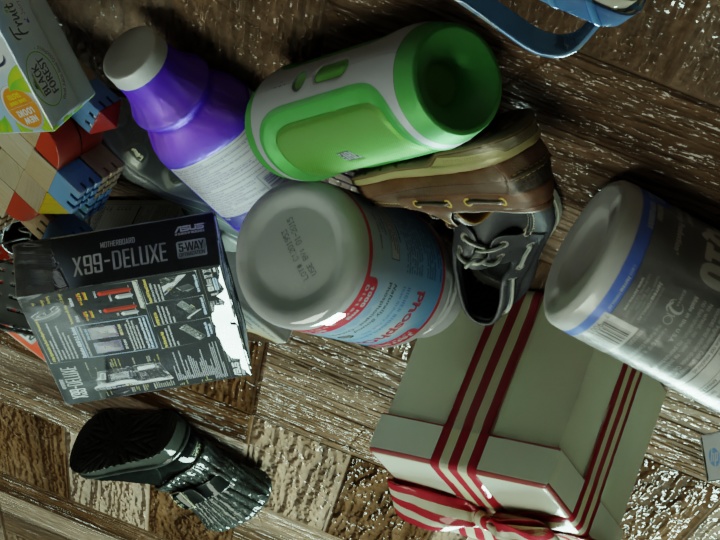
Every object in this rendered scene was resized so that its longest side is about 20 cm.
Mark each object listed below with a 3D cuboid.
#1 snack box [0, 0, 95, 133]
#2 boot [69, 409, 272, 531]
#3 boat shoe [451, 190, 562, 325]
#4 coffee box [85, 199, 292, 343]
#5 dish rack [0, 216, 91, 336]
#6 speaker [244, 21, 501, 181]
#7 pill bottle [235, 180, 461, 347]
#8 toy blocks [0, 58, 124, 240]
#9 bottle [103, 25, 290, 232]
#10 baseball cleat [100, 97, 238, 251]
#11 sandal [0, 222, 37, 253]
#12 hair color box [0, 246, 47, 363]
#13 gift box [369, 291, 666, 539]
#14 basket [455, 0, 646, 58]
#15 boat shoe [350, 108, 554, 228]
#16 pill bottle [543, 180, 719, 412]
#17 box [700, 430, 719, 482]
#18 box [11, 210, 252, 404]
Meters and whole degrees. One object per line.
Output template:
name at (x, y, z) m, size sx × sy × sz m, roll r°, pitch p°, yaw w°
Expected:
snack box at (-0.285, -0.190, 1.577) m, size 0.142 × 0.053 × 0.200 m, roll 3°, pitch 128°, yaw 44°
boot at (-0.215, 0.227, 2.558) m, size 0.211 × 0.080 × 0.158 m, roll -4°, pitch 147°, yaw 48°
boat shoe at (0.101, -0.019, 1.678) m, size 0.072 × 0.063 × 0.200 m, roll 21°, pitch 158°, yaw 10°
coffee box at (-0.152, 0.000, 1.955) m, size 0.200 × 0.080 × 0.113 m, roll 1°, pitch 150°, yaw 44°
dish rack at (-0.286, -0.047, 1.851) m, size 0.153 × 0.201 × 0.055 m, roll 14°, pitch -166°, yaw 19°
speaker at (0.005, -0.111, 1.529) m, size 0.088 × 0.089 × 0.200 m, roll 34°, pitch 156°, yaw -27°
pill bottle at (0.000, 0.000, 1.707) m, size 0.109 × 0.109 × 0.200 m, roll 10°, pitch 177°, yaw 30°
toy blocks at (-0.241, -0.090, 1.724) m, size 0.137 × 0.100 × 0.200 m, roll 42°, pitch 134°, yaw 11°
bottle at (-0.110, -0.103, 1.671) m, size 0.083 × 0.065 × 0.200 m, roll -28°, pitch 136°, yaw 19°
baseball cleat at (-0.136, -0.063, 1.795) m, size 0.200 × 0.070 × 0.106 m, roll 31°, pitch 149°, yaw -19°
sandal at (-0.270, -0.035, 1.910) m, size 0.207 × 0.059 × 0.079 m, roll 47°, pitch 162°, yaw 28°
hair color box at (-0.309, 0.013, 2.058) m, size 0.111 × 0.064 × 0.200 m, roll 43°, pitch 176°, yaw -41°
gift box at (0.139, 0.140, 1.852) m, size 0.184 × 0.187 × 0.200 m, roll 7°, pitch 153°, yaw 36°
basket at (0.081, -0.200, 1.162) m, size 0.176 × 0.139 × 0.200 m, roll 27°, pitch 149°, yaw -15°
boat shoe at (0.062, -0.060, 1.575) m, size 0.200 × 0.072 × 0.068 m, roll -7°, pitch 113°, yaw 58°
pill bottle at (0.238, 0.030, 1.592) m, size 0.200 × 0.114 × 0.114 m, roll 27°, pitch 158°, yaw -13°
box at (0.369, 0.120, 1.679) m, size 0.156 × 0.041 × 0.200 m, roll -3°, pitch 169°, yaw -25°
box at (-0.175, 0.033, 1.796) m, size 0.157 × 0.050 × 0.200 m, roll -9°, pitch 152°, yaw 1°
